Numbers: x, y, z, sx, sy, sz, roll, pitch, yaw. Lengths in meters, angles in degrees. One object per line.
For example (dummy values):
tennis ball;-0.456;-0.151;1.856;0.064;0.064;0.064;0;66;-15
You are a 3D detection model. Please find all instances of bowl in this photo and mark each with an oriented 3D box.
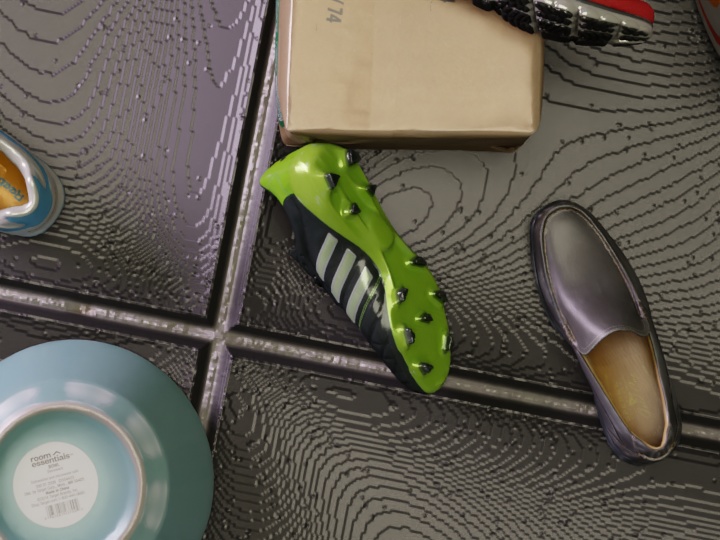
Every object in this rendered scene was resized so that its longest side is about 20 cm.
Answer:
bowl;-0.201;0.148;1.570;0.199;0.105;0.202;0;87;-3

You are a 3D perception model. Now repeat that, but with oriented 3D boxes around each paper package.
paper package;0.035;-0.188;1.597;0.189;0.103;0.202;1;88;-2

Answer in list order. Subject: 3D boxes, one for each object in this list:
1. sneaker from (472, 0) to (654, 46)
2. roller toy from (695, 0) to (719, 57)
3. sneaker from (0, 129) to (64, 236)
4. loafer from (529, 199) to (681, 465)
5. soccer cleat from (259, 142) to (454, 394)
sneaker;0.111;-0.213;1.514;0.199;0.077;0.085;24;81;-1
roller toy;0.304;-0.233;1.571;0.139;0.200;0.183;-16;117;-2
sneaker;-0.300;-0.094;1.591;0.199;0.081;0.077;29;88;1
loafer;0.179;0.041;1.605;0.072;0.072;0.201;-26;88;-2
soccer cleat;0.000;0.000;1.609;0.067;0.081;0.201;-42;110;-41
